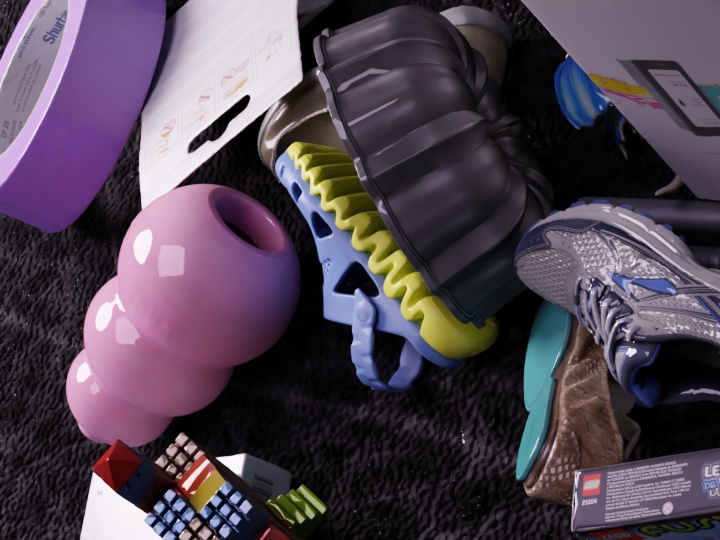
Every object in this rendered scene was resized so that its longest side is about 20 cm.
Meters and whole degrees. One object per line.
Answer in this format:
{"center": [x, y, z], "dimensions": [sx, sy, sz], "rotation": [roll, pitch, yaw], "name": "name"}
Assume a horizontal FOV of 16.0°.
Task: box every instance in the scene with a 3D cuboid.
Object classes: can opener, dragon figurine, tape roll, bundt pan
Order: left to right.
{"center": [-0.217, -0.132, 1.873], "dimensions": [0.200, 0.065, 0.201], "rotation": [-50, 26, 36], "name": "tape roll"}
{"center": [0.054, -0.072, 1.520], "dimensions": [0.075, 0.202, 0.203], "rotation": [-29, 50, 13], "name": "bundt pan"}
{"center": [0.157, -0.107, 1.526], "dimensions": [0.099, 0.059, 0.201], "rotation": [-27, 53, 35], "name": "dragon figurine"}
{"center": [0.193, -0.021, 1.437], "dimensions": [0.199, 0.067, 0.054], "rotation": [4, 70, 39], "name": "can opener"}

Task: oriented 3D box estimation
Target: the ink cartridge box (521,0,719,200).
{"center": [0.212, -0.150, 1.364], "dimensions": [0.145, 0.200, 0.147], "rotation": [6, 61, 47], "name": "ink cartridge box"}

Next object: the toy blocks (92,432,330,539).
{"center": [-0.074, 0.162, 1.526], "dimensions": [0.100, 0.137, 0.200], "rotation": [-48, 60, -2], "name": "toy blocks"}

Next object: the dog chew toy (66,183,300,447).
{"center": [-0.128, 0.039, 1.706], "dimensions": [0.200, 0.124, 0.125], "rotation": [-51, 42, 25], "name": "dog chew toy"}

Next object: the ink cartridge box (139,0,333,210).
{"center": [-0.083, -0.138, 1.765], "dimensions": [0.160, 0.047, 0.201], "rotation": [-38, 34, 26], "name": "ink cartridge box"}

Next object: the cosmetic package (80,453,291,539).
{"center": [-0.127, 0.225, 1.658], "dimensions": [0.150, 0.052, 0.201], "rotation": [-7, 66, 41], "name": "cosmetic package"}

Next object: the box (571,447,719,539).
{"center": [0.219, 0.121, 1.309], "dimensions": [0.199, 0.110, 0.035], "rotation": [-14, 61, 42], "name": "box"}

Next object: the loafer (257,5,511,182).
{"center": [0.012, -0.101, 1.659], "dimensions": [0.199, 0.075, 0.070], "rotation": [-30, 47, 33], "name": "loafer"}

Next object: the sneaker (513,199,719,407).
{"center": [0.157, 0.026, 1.397], "dimensions": [0.199, 0.077, 0.085], "rotation": [21, 54, 35], "name": "sneaker"}

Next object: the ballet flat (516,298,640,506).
{"center": [0.127, 0.075, 1.450], "dimensions": [0.200, 0.065, 0.071], "rotation": [-76, 11, -58], "name": "ballet flat"}

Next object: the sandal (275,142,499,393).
{"center": [0.000, 0.000, 1.606], "dimensions": [0.087, 0.079, 0.200], "rotation": [-53, 54, 27], "name": "sandal"}
